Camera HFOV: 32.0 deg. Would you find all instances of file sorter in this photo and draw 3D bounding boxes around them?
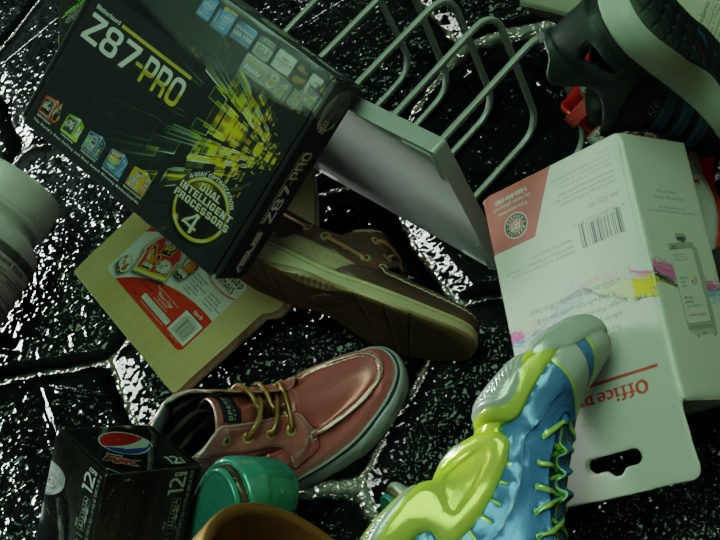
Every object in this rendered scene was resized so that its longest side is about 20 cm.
[{"bbox_3d":[0.044,-0.121,0.918,0.200,0.139,0.125,31,74,38],"label":"file sorter"}]

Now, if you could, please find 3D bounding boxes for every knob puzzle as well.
[{"bbox_3d":[-0.109,-0.016,0.991,0.219,0.030,0.220,-14,53,19],"label":"knob puzzle"}]

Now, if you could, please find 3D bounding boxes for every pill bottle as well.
[{"bbox_3d":[-0.341,0.007,1.038,0.114,0.114,0.200,14,65,33],"label":"pill bottle"}]

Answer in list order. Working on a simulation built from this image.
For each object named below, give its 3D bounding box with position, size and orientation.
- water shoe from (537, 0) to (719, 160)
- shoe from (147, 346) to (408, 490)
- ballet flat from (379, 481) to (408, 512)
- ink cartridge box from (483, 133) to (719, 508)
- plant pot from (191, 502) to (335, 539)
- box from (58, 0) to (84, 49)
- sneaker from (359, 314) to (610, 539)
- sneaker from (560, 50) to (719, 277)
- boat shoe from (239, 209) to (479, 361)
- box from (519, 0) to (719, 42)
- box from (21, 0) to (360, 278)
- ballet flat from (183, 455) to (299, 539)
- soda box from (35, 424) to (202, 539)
[{"bbox_3d":[0.176,-0.113,0.760,0.079,0.200,0.072,-23,57,29],"label":"water shoe"},{"bbox_3d":[-0.064,0.105,0.845,0.200,0.091,0.072,-35,49,1],"label":"shoe"},{"bbox_3d":[0.083,0.199,0.733,0.069,0.069,0.200,-35,54,1],"label":"ballet flat"},{"bbox_3d":[0.153,0.033,0.750,0.116,0.067,0.200,-25,68,47],"label":"ink cartridge box"},{"bbox_3d":[-0.056,0.250,0.690,0.140,0.200,0.200,-45,48,15],"label":"plant pot"},{"bbox_3d":[-0.159,-0.185,1.037,0.124,0.149,0.200,-26,39,9],"label":"box"},{"bbox_3d":[0.092,0.124,0.691,0.105,0.076,0.200,41,92,21],"label":"sneaker"},{"bbox_3d":[0.180,-0.068,0.823,0.067,0.108,0.202,-47,24,52],"label":"sneaker"},{"bbox_3d":[0.000,0.000,0.886,0.200,0.072,0.072,20,64,24],"label":"boat shoe"},{"bbox_3d":[0.215,-0.190,0.857,0.200,0.068,0.082,26,101,36],"label":"box"},{"bbox_3d":[-0.121,-0.115,0.867,0.200,0.049,0.161,39,104,18],"label":"box"},{"bbox_3d":[-0.099,0.186,0.812,0.200,0.070,0.067,-49,55,35],"label":"ballet flat"},{"bbox_3d":[-0.163,0.199,0.776,0.063,0.071,0.200,28,109,45],"label":"soda box"}]
